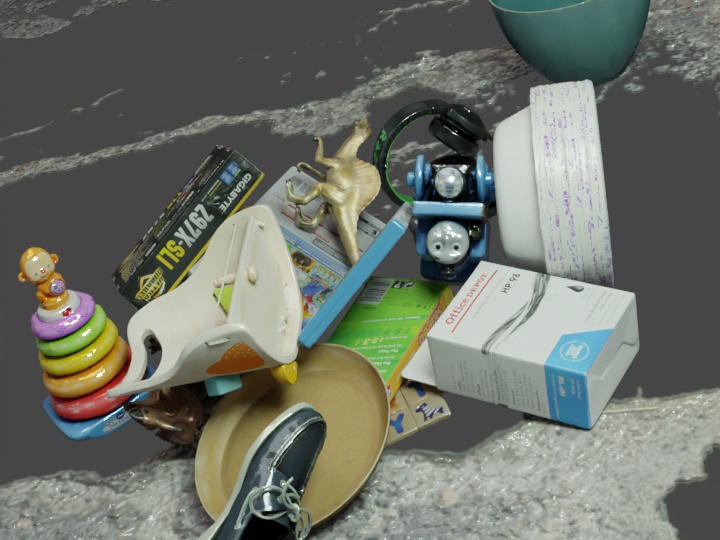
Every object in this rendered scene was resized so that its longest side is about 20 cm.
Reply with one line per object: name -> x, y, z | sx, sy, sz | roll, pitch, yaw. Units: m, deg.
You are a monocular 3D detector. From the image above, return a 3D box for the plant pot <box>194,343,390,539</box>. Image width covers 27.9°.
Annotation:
plant pot -> -0.058, 0.157, 1.309 | 0.198, 0.028, 0.202 | -18, 45, 19

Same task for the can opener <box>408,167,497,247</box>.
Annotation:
can opener -> 0.150, -0.072, 1.554 | 0.198, 0.054, 0.067 | -31, 55, -5

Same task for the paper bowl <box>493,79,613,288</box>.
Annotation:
paper bowl -> 0.184, -0.077, 1.388 | 0.103, 0.203, 0.202 | -5, 33, 10

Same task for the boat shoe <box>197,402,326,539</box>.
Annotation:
boat shoe -> -0.081, 0.205, 1.209 | 0.061, 0.075, 0.201 | 20, 67, 43

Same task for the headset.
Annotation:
headset -> 0.113, -0.122, 1.603 | 0.197, 0.125, 0.094 | -5, 28, -23

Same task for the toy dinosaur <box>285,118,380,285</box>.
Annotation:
toy dinosaur -> -0.026, -0.078, 1.555 | 0.100, 0.058, 0.203 | -4, 71, 14

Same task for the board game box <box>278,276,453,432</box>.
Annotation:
board game box -> 0.007, 0.083, 1.396 | 0.095, 0.030, 0.201 | 5, 42, 35

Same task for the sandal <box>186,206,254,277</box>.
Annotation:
sandal -> -0.137, -0.052, 1.672 | 0.199, 0.054, 0.080 | -38, 4, -30

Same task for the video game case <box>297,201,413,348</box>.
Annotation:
video game case -> 0.000, 0.000, 1.411 | 0.144, 0.018, 0.200 | -50, 1, 9

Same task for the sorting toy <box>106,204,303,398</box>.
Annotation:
sorting toy -> -0.153, 0.057, 1.358 | 0.178, 0.108, 0.201 | -20, 30, 16

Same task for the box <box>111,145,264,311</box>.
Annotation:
box -> -0.196, -0.047, 1.614 | 0.201, 0.049, 0.160 | -52, 13, -4

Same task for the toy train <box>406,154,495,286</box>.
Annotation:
toy train -> 0.092, -0.047, 1.415 | 0.085, 0.116, 0.200 | 0, -5, 6

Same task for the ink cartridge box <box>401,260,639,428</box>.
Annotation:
ink cartridge box -> 0.140, 0.061, 1.317 | 0.198, 0.067, 0.116 | 12, 44, 30

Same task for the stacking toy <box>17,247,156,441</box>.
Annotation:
stacking toy -> -0.294, 0.061, 1.472 | 0.115, 0.202, 0.109 | -32, 32, -20

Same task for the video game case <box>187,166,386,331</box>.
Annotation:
video game case -> -0.073, -0.018, 1.569 | 0.142, 0.018, 0.200 | 32, 51, 12

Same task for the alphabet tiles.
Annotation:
alphabet tiles -> 0.032, 0.102, 1.385 | 0.198, 0.008, 0.168 | -25, 34, -1

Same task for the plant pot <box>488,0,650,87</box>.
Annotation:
plant pot -> 0.266, -0.303, 1.764 | 0.197, 0.136, 0.201 | -15, 32, 10

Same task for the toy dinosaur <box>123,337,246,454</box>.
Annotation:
toy dinosaur -> -0.148, 0.111, 1.427 | 0.199, 0.087, 0.135 | -31, 32, -24
